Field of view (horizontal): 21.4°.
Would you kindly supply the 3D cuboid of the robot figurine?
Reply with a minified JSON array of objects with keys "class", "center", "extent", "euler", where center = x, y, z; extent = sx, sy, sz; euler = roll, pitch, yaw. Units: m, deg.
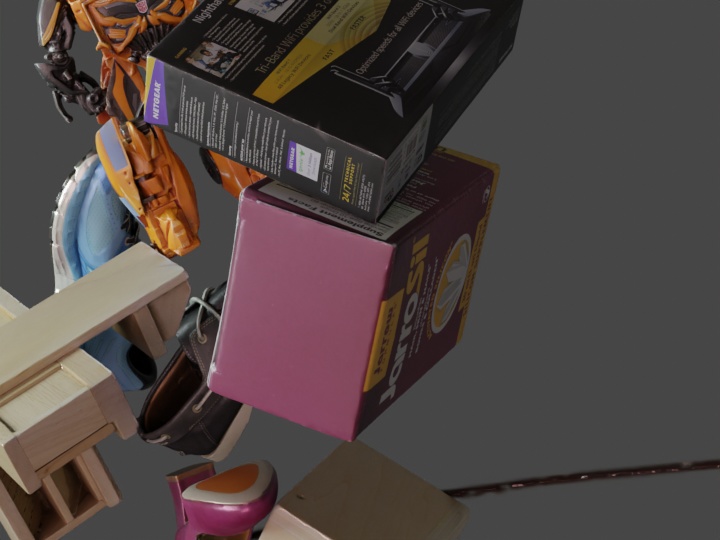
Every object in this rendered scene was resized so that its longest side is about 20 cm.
[{"class":"robot figurine","center":[-0.124,-0.118,1.245],"extent":[0.144,0.058,0.201],"euler":[-27,105,-16]}]

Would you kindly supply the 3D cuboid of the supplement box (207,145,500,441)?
[{"class":"supplement box","center":[0.000,0.000,1.179],"extent":[0.103,0.200,0.132],"euler":[19,113,17]}]

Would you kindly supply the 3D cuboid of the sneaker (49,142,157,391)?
[{"class":"sneaker","center":[-0.164,-0.004,1.328],"extent":[0.089,0.078,0.201],"euler":[12,119,9]}]

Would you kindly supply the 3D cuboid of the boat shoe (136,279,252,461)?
[{"class":"boat shoe","center":[-0.090,0.043,1.293],"extent":[0.067,0.072,0.201],"euler":[17,118,-22]}]

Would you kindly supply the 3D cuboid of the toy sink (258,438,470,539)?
[{"class":"toy sink","center":[-0.029,0.236,1.303],"extent":[0.112,0.130,0.201],"euler":[30,116,12]}]

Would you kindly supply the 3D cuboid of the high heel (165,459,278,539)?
[{"class":"high heel","center":[-0.088,0.183,1.296],"extent":[0.200,0.067,0.097],"euler":[-13,95,66]}]

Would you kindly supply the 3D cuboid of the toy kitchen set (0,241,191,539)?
[{"class":"toy kitchen set","center":[-0.167,0.101,1.259],"extent":[0.200,0.163,0.181],"euler":[28,146,56]}]

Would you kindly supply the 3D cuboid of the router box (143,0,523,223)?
[{"class":"router box","center":[-0.012,-0.131,1.144],"extent":[0.157,0.200,0.052],"euler":[25,136,15]}]
